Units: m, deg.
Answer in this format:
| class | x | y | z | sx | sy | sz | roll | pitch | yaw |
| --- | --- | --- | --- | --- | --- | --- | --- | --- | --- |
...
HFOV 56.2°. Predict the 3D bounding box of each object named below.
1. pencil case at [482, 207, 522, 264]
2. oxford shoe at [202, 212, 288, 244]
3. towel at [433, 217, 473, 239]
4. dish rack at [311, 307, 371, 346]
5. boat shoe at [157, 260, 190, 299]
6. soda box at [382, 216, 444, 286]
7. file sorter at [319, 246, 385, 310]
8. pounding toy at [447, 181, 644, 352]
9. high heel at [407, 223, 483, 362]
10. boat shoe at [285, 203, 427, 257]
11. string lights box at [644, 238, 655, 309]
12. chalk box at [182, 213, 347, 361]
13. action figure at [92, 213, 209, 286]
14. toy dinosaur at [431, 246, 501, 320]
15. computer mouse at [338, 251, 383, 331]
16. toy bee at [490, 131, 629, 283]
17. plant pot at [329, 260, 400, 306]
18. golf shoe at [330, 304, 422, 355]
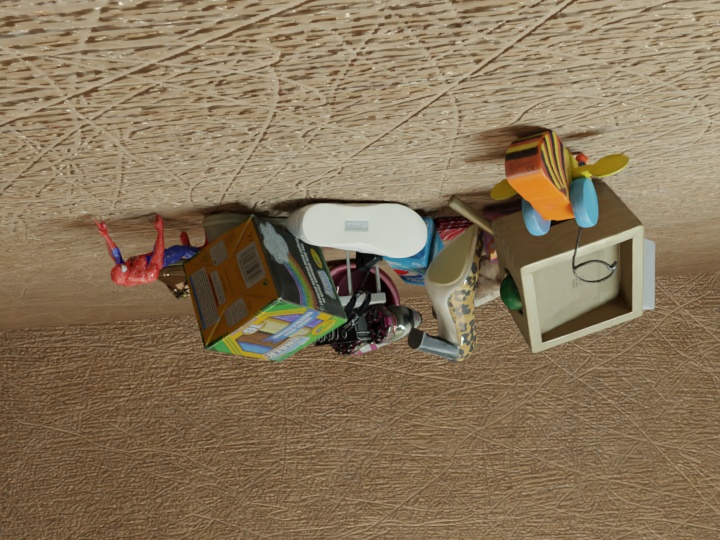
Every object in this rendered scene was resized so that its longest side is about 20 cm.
| class | x | y | z | sx | sy | sz | roll | pitch | yaw |
| --- | --- | --- | --- | --- | --- | --- | --- | --- | --- |
| pencil case | 0.277 | -0.059 | 0.975 | 0.198 | 0.089 | 0.087 | -7 | 174 | 14 |
| oxford shoe | -0.130 | -0.043 | 0.933 | 0.075 | 0.058 | 0.199 | -12 | 172 | 42 |
| towel | 0.188 | -0.066 | 1.123 | 0.198 | 0.023 | 0.145 | -3 | 175 | -17 |
| dish rack | -0.101 | 0.092 | 1.047 | 0.198 | 0.055 | 0.153 | -1 | 170 | -31 |
| boat shoe | -0.339 | 0.021 | 1.316 | 0.071 | 0.069 | 0.200 | -4 | 173 | 15 |
| soda box | 0.086 | -0.026 | 1.038 | 0.063 | 0.069 | 0.200 | 8 | 170 | 15 |
| file sorter | -0.063 | 0.005 | 1.100 | 0.197 | 0.126 | 0.139 | -5 | 173 | 1 |
| pounding toy | 0.240 | -0.018 | 0.879 | 0.198 | 0.143 | 0.185 | -19 | 130 | 1 |
| high heel | 0.155 | 0.036 | 0.986 | 0.142 | 0.202 | 0.071 | 19 | -171 | -45 |
| boat shoe | -0.004 | -0.054 | 0.890 | 0.198 | 0.073 | 0.068 | -4 | -170 | -32 |
| string lights box | 0.356 | 0.012 | 1.059 | 0.058 | 0.104 | 0.199 | 12 | 168 | -31 |
| chalk box | -0.109 | 0.034 | 0.879 | 0.123 | 0.126 | 0.200 | -31 | 153 | 19 |
| action figure | -0.266 | -0.041 | 0.870 | 0.065 | 0.100 | 0.200 | -9 | -165 | 18 |
| toy dinosaur | 0.193 | -0.006 | 1.061 | 0.134 | 0.201 | 0.086 | 23 | 141 | 0 |
| computer mouse | 0.000 | 0.000 | 0.959 | 0.058 | 0.201 | 0.034 | -27 | 123 | 39 |
| toy bee | 0.197 | -0.084 | 0.681 | 0.129 | 0.110 | 0.200 | 2 | 151 | 17 |
| plant pot | -0.007 | 0.069 | 1.547 | 0.197 | 0.203 | 0.179 | -5 | -170 | 5 |
| golf shoe | 0.019 | 0.101 | 1.134 | 0.091 | 0.074 | 0.199 | -2 | 172 | -37 |
